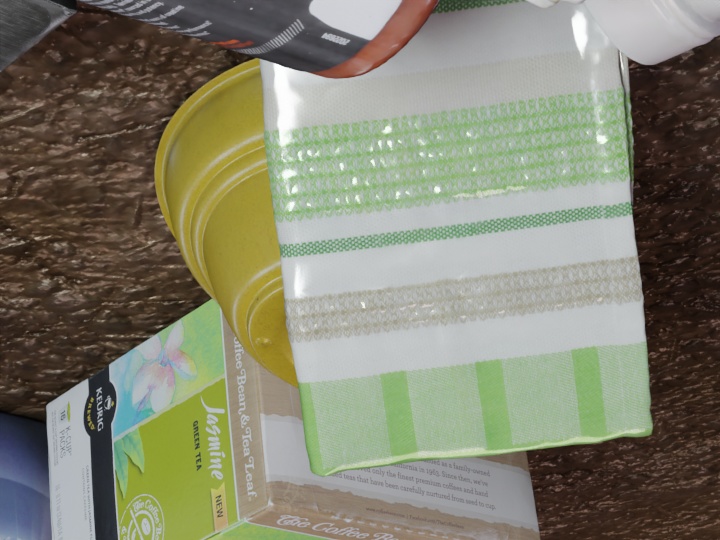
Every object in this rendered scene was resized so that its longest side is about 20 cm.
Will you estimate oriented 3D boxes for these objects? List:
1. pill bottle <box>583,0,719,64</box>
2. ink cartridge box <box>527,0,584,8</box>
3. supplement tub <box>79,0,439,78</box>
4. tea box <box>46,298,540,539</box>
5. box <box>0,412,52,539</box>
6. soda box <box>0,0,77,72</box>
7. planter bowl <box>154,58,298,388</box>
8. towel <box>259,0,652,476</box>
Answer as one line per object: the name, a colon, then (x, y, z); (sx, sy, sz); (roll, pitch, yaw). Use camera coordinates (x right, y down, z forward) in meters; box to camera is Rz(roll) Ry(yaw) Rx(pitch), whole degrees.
pill bottle: (0.166, -0.146, 0.639); (0.199, 0.112, 0.111); (-24, 149, 30)
ink cartridge box: (0.056, -0.183, 0.521); (0.144, 0.084, 0.200); (14, 132, -36)
supplement tub: (-0.069, -0.133, 0.608); (0.199, 0.108, 0.107); (13, 147, -36)
tea box: (-0.040, 0.117, 1.083); (0.199, 0.134, 0.196); (16, 145, -38)
box: (-0.256, 0.180, 1.081); (0.123, 0.201, 0.198); (-28, 148, 35)
soda box: (-0.192, -0.127, 0.636); (0.199, 0.064, 0.071); (19, 143, -42)
planter bowl: (0.000, 0.000, 0.854); (0.199, 0.084, 0.201); (5, 140, 4)
towel: (0.039, -0.023, 0.781); (0.148, 0.201, 0.031); (-6, -171, 0)
